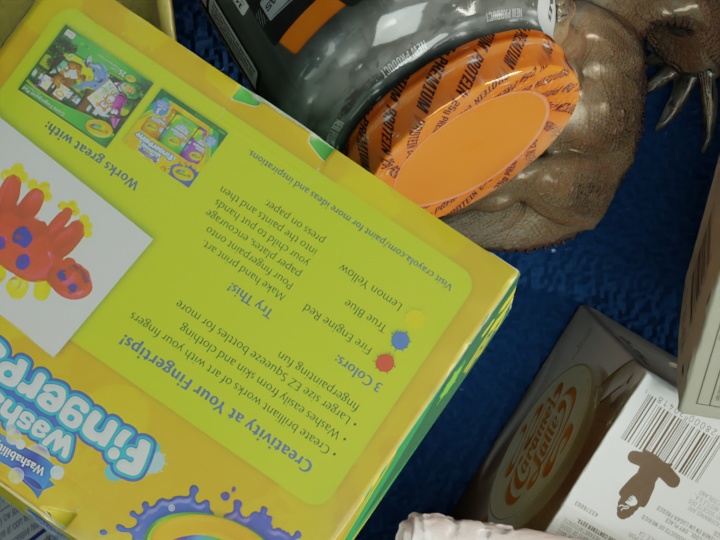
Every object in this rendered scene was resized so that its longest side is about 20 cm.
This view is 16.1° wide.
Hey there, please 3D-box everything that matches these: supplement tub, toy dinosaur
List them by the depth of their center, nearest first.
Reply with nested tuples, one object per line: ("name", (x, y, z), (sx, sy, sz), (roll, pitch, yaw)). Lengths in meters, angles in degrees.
("supplement tub", (-0.005, -0.124, 0.992), (0.122, 0.123, 0.200), (-32, 68, 0))
("toy dinosaur", (0.096, -0.066, 1.085), (0.135, 0.086, 0.200), (18, 111, -31))

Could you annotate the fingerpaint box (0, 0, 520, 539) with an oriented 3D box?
("fingerpaint box", (-0.071, 0.019, 0.909), (0.200, 0.073, 0.167), (33, 80, 8))

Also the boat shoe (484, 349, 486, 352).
("boat shoe", (0.000, 0.000, 1.043), (0.072, 0.200, 0.068), (-6, 82, 22))

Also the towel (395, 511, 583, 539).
("towel", (0.094, 0.205, 1.052), (0.199, 0.032, 0.192), (11, 102, -10))

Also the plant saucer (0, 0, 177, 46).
("plant saucer", (-0.151, -0.088, 1.019), (0.199, 0.048, 0.201), (4, 114, 23))

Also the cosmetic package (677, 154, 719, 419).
("cosmetic package", (0.232, 0.015, 1.000), (0.199, 0.073, 0.104), (9, 139, 0))

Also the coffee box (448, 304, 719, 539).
("coffee box", (0.087, 0.129, 1.108), (0.080, 0.114, 0.200), (30, 98, -14))

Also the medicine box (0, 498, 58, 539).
("medicine box", (-0.204, 0.165, 1.048), (0.181, 0.103, 0.201), (0, 104, 20))
